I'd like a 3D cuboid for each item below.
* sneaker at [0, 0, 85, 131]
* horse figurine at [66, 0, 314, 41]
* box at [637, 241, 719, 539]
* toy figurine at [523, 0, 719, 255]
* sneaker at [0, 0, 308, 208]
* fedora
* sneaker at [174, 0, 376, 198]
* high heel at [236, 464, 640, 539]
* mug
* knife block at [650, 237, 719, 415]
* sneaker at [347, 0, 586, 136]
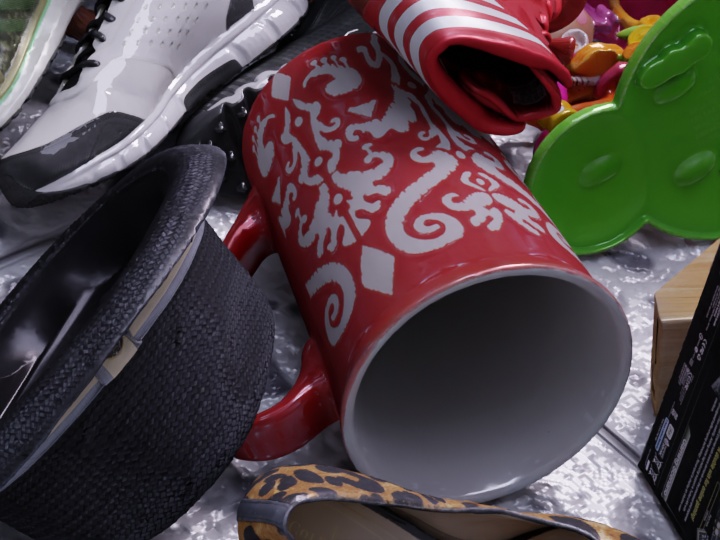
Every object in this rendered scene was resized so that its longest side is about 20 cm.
[{"bbox_3d":[-0.183,-0.133,1.151,0.088,0.077,0.201,35,73,-17],"label":"sneaker"},{"bbox_3d":[-0.093,-0.147,1.267,0.132,0.050,0.200,32,38,26],"label":"horse figurine"},{"bbox_3d":[0.209,0.063,0.992,0.086,0.201,0.164,-7,44,-22],"label":"box"},{"bbox_3d":[0.134,-0.112,1.261,0.199,0.151,0.184,-29,37,-9],"label":"toy figurine"},{"bbox_3d":[-0.113,-0.104,1.160,0.073,0.080,0.200,-9,30,49],"label":"sneaker"},{"bbox_3d":[-0.099,0.047,0.985,0.092,0.200,0.201,42,37,-18],"label":"fedora"},{"bbox_3d":[-0.018,-0.098,1.225,0.199,0.067,0.090,-31,29,-22],"label":"sneaker"},{"bbox_3d":[0.052,0.122,0.926,0.199,0.143,0.072,11,81,11],"label":"high heel"},{"bbox_3d":[0.005,-0.009,1.077,0.176,0.134,0.200,-3,39,-21],"label":"mug"},{"bbox_3d":[0.256,0.025,1.115,0.175,0.064,0.200,31,52,33],"label":"knife block"},{"bbox_3d":[0.066,-0.106,1.122,0.199,0.078,0.116,-3,53,-53],"label":"sneaker"}]
